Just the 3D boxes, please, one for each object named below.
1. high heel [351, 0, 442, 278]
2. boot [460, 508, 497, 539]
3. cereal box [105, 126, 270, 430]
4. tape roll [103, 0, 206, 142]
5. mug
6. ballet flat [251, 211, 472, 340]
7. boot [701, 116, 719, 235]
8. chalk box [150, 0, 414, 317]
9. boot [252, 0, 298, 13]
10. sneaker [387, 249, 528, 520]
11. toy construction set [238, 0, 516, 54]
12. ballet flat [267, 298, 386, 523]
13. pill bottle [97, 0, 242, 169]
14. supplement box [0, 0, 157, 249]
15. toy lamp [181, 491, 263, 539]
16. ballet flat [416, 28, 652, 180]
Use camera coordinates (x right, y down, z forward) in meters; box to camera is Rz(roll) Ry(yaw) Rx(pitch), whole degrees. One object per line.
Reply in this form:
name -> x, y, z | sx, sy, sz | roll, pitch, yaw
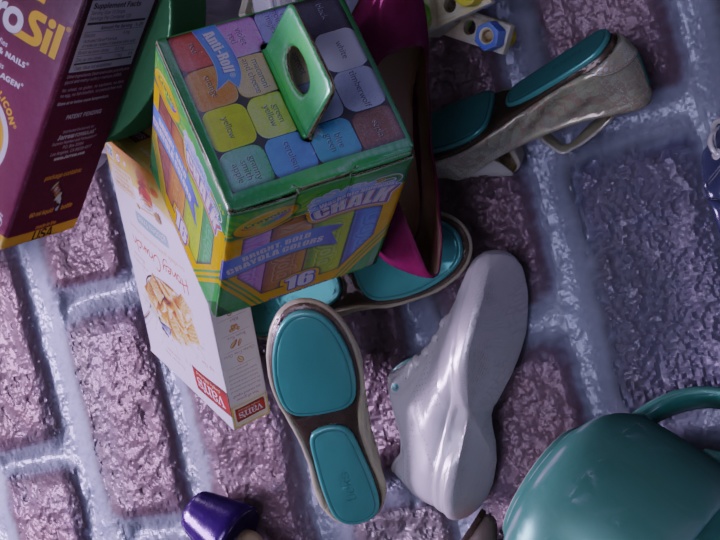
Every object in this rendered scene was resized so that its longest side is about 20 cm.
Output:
high heel -> 0.035, -0.096, 0.963 | 0.096, 0.067, 0.201 | 39, 138, 42
boot -> 0.101, 0.293, 1.070 | 0.146, 0.070, 0.201 | 32, 113, 15
cereal box -> -0.130, 0.003, 1.096 | 0.144, 0.039, 0.201 | 35, 141, 48
tape roll -> -0.205, -0.189, 1.036 | 0.199, 0.048, 0.202 | 7, 106, 25
mug -> 0.173, 0.163, 0.967 | 0.114, 0.185, 0.153 | 33, 137, 24
ballet flat -> 0.000, 0.000, 1.079 | 0.199, 0.069, 0.070 | -16, 89, 26
boot -> 0.249, -0.097, 0.911 | 0.090, 0.073, 0.202 | -12, 92, 25
chalk box -> -0.052, -0.079, 0.899 | 0.200, 0.123, 0.125 | 107, 142, -63
boot -> -0.010, -0.236, 0.953 | 0.095, 0.073, 0.202 | -5, 71, 35
sneaker -> 0.059, 0.075, 1.056 | 0.088, 0.075, 0.202 | 24, 110, 37
toy construction set -> 0.007, -0.204, 1.033 | 0.198, 0.092, 0.132 | -6, 95, 20
ballet flat -> -0.024, 0.094, 1.070 | 0.069, 0.070, 0.201 | 8, 125, 29
pill bottle -> -0.189, -0.161, 1.130 | 0.200, 0.119, 0.120 | -43, 76, 29
supplement box -> -0.226, -0.131, 0.984 | 0.110, 0.086, 0.201 | 32, 114, 16
toy lamp -> -0.056, 0.237, 1.151 | 0.199, 0.058, 0.059 | 29, 111, 24
ballet flat -> 0.108, -0.096, 1.002 | 0.199, 0.068, 0.062 | -23, 118, 37
